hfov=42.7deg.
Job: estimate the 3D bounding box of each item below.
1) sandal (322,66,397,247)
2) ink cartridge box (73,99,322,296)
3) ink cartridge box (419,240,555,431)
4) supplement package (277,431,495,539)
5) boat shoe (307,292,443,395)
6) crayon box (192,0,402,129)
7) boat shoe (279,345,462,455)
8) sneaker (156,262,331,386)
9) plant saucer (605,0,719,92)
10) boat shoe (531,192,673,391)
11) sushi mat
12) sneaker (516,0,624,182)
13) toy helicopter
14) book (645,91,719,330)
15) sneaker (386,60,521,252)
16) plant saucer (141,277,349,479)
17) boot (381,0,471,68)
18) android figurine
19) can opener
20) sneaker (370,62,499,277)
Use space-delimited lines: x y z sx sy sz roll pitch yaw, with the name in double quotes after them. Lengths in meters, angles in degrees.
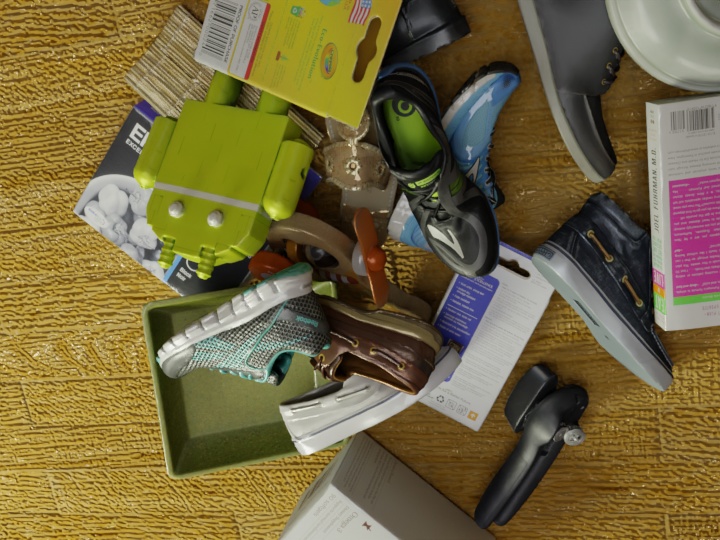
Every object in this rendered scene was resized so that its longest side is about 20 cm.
0.003 -0.086 0.851 0.077 0.070 0.213 4 133 6 "sandal"
-0.172 -0.079 0.959 0.198 0.043 0.200 38 113 0 "ink cartridge box"
0.120 0.060 0.930 0.094 0.037 0.201 27 117 6 "ink cartridge box"
0.030 0.296 0.997 0.200 0.117 0.117 38 114 -1 "supplement package"
-0.024 0.069 0.879 0.199 0.068 0.072 11 156 16 "boat shoe"
-0.045 -0.207 0.787 0.199 0.051 0.128 29 107 31 "crayon box"
0.005 0.116 0.931 0.199 0.072 0.066 -30 94 24 "boat shoe"
-0.108 0.072 0.854 0.199 0.077 0.092 -28 91 34 "sneaker"
0.295 -0.241 0.729 0.198 0.050 0.202 -1 107 -4 "plant saucer"
0.252 0.023 0.861 0.091 0.071 0.200 -46 112 -4 "boat shoe"
-0.136 -0.161 0.915 0.200 0.012 0.096 42 97 1 "sushi mat"
0.210 -0.181 0.794 0.106 0.075 0.201 -18 103 20 "sneaker"
0.000 0.000 0.889 0.199 0.079 0.132 34 154 -28 "toy helicopter"
0.320 -0.054 0.802 0.132 0.048 0.202 -8 107 -4 "book"
0.102 -0.100 0.858 0.090 0.078 0.201 28 121 3 "sneaker"
-0.119 0.104 0.974 0.198 0.048 0.201 -9 110 -13 "plant saucer"
-0.012 -0.272 0.829 0.164 0.066 0.201 -23 103 20 "boot"
-0.131 -0.090 0.859 0.181 0.041 0.201 16 80 26 "android figurine"
0.176 0.193 0.959 0.063 0.079 0.201 3 120 -27 "can opener"
0.057 -0.077 0.789 0.070 0.083 0.201 -18 108 26 "sneaker"
